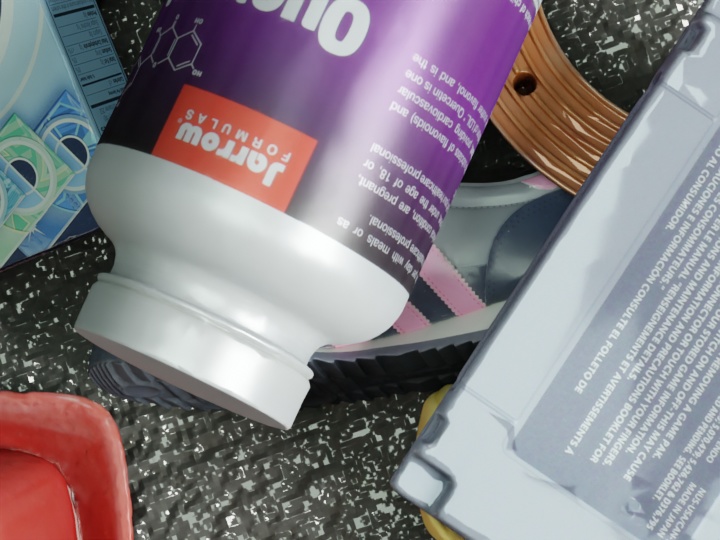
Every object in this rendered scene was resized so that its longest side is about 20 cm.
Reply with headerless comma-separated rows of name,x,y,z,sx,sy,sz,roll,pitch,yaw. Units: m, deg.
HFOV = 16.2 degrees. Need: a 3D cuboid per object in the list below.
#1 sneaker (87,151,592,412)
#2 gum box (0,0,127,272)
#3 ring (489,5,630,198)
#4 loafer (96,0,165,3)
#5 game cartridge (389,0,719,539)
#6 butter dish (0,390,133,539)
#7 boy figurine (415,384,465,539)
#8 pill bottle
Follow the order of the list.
sneaker,0.000,0.000,0.895,0.198,0.070,0.083,-8,71,3
gum box,-0.179,-0.087,0.889,0.169,0.045,0.201,-21,93,23
ring,0.125,-0.107,0.883,0.199,0.019,0.202,0,76,2
loafer,-0.096,-0.128,0.905,0.199,0.068,0.071,23,82,4
game cartridge,0.117,0.024,0.831,0.133,0.041,0.201,34,88,3
butter dish,-0.183,0.143,0.866,0.198,0.148,0.202,-3,87,7
boy figurine,0.081,0.127,0.874,0.124,0.064,0.201,-25,88,8
pill bottle,-0.016,-0.056,0.815,0.112,0.112,0.201,23,82,8
